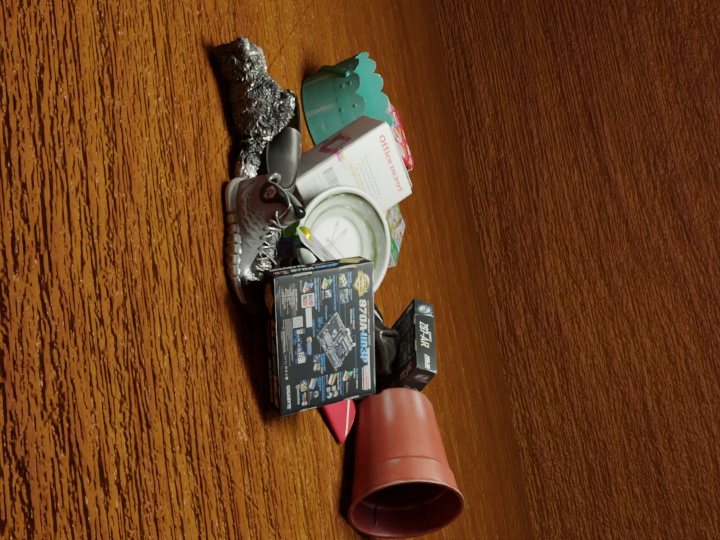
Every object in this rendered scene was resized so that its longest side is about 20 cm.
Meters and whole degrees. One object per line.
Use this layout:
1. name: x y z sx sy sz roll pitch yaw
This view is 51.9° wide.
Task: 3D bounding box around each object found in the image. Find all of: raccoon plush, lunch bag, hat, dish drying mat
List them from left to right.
1. raccoon plush: -0.170 -0.251 1.099 0.134 0.095 0.203 48 33 -42
2. dish drying mat: -0.048 0.194 1.230 0.077 0.018 0.203 -60 143 -43
3. hat: 0.024 0.138 1.322 0.199 0.079 0.206 -8 99 -58
4. lunch bag: 0.055 -0.321 1.759 0.175 0.081 0.203 31 39 -50

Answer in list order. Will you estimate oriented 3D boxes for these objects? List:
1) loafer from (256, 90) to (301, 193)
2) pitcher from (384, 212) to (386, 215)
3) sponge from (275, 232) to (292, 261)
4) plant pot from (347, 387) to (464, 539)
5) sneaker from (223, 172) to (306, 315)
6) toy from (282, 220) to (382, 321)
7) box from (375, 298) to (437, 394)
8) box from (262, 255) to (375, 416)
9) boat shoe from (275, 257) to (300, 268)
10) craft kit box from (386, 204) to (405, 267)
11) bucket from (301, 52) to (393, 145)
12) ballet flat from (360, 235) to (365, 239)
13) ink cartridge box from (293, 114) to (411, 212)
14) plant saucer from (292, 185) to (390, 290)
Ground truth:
1. loafer: -0.127 -0.203 1.183 0.071 0.073 0.203 10 52 -23
2. pitcher: -0.007 -0.088 1.457 0.201 0.118 0.175 67 30 -62
3. sponge: -0.119 0.008 1.165 0.111 0.029 0.205 26 54 -68
4. plant pot: 0.069 0.328 1.291 0.202 0.197 0.198 58 18 -44
5. sneaker: -0.127 -0.045 1.038 0.075 0.113 0.205 22 57 -68
6. toy: -0.052 0.002 1.134 0.201 0.047 0.116 50 6 -32
7. box: 0.075 0.177 1.398 0.043 0.201 0.162 18 43 -17
8. box: -0.056 0.091 1.052 0.046 0.156 0.205 21 -63 58
9. boat shoe: -0.068 0.069 1.122 0.205 0.059 0.072 69 26 -15
10. craft kit box: 0.048 -0.140 1.751 0.201 0.048 0.200 -73 144 -57
11. bucket: -0.024 -0.327 1.506 0.207 0.132 0.212 -12 90 -72
12. ballet flat: 0.000 0.000 1.359 0.201 0.068 0.071 102 -16 -66
13. ink cartridge box: -0.024 -0.154 1.287 0.084 0.198 0.146 33 -27 55
14. plant saucer: -0.039 -0.038 1.225 0.197 0.050 0.205 -5 97 -37
